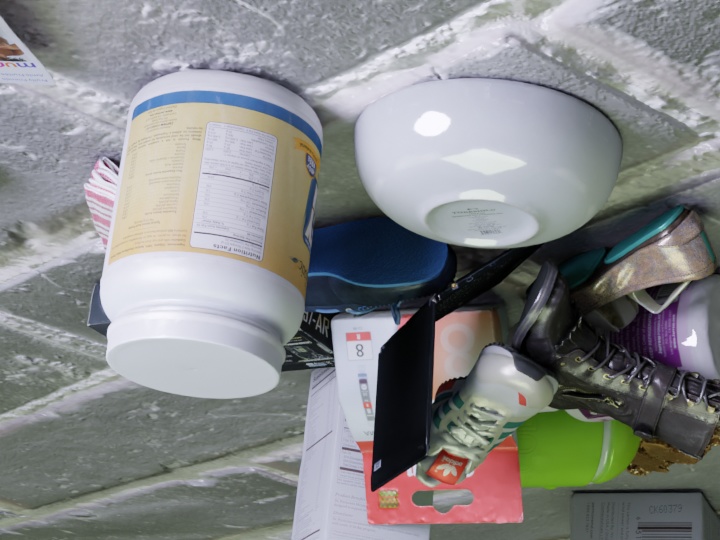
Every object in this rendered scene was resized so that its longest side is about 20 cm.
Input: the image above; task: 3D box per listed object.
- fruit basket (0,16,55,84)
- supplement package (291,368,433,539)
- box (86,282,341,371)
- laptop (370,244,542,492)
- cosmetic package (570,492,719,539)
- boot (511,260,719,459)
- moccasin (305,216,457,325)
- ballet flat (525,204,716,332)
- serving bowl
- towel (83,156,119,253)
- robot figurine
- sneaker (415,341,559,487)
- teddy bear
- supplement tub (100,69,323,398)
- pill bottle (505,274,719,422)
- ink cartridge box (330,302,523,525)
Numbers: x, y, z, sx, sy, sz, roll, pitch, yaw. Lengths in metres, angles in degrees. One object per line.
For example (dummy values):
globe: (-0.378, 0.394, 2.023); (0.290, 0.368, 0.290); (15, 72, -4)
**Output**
fruit basket: (-0.314, -0.151, 1.121); (0.184, 0.094, 0.200); (2, 161, 8)
supplement package: (0.007, 0.189, 1.711); (0.109, 0.202, 0.114); (14, 157, -17)
box: (-0.129, 0.051, 1.620); (0.199, 0.044, 0.160); (-7, 154, 29)
laptop: (0.083, 0.070, 1.389); (0.199, 0.104, 0.177); (-30, 174, -20)
cosmetic package: (0.356, 0.377, 2.120); (0.164, 0.166, 0.200); (-3, 155, 22)
boot: (0.211, 0.074, 1.370); (0.173, 0.070, 0.200); (18, 154, 15)
moccasin: (0.000, 0.000, 1.432); (0.199, 0.081, 0.068); (3, 144, 38)
ballet flat: (0.209, 0.012, 1.392); (0.067, 0.068, 0.200); (51, 146, -7)
serving bowl: (0.090, -0.063, 1.262); (0.198, 0.066, 0.200); (5, 158, 2)
towel: (-0.149, -0.017, 1.429); (0.146, 0.030, 0.200); (25, 161, 8)
robot figurine: (0.178, 0.147, 1.651); (0.198, 0.116, 0.176); (0, 139, -12)
sneaker: (0.095, 0.126, 1.389); (0.070, 0.094, 0.200); (29, 158, -7)
teddy bear: (0.294, 0.167, 1.784); (0.144, 0.067, 0.200); (15, 164, 3)
supplement tub: (-0.106, -0.024, 1.227); (0.143, 0.202, 0.145); (5, 158, 2)
pill bottle: (0.228, 0.071, 1.490); (0.199, 0.113, 0.112); (-11, 152, 35)
ink cartridge box: (0.059, 0.134, 1.576); (0.161, 0.202, 0.050); (-4, 180, 24)
